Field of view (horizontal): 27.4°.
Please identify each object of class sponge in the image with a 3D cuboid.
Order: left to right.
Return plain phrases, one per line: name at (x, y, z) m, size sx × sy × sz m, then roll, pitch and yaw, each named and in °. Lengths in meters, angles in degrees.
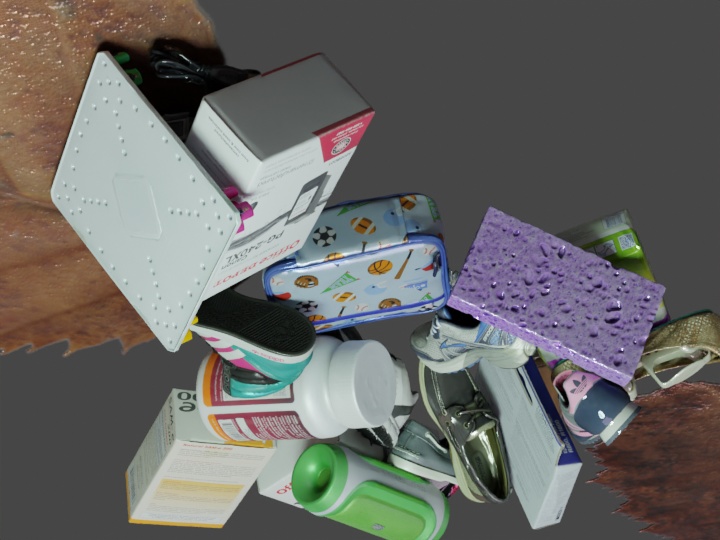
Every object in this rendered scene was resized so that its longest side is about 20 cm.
sponge at (0.197, 0.025, 1.485) m, size 0.199 × 0.112 × 0.030 m, roll 25°, pitch 156°, yaw 4°

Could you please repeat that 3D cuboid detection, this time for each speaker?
speaker at (0.014, 0.263, 1.716) m, size 0.088 × 0.089 × 0.200 m, roll -34°, pitch 138°, yaw 29°

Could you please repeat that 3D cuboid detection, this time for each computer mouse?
computer mouse at (-0.165, -0.119, 1.331) m, size 0.109 × 0.044 × 0.200 m, roll 3°, pitch 138°, yaw -30°

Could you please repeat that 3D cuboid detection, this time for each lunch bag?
lunch bag at (0.000, 0.000, 1.508) m, size 0.199 × 0.076 × 0.161 m, roll -9°, pitch 146°, yaw -1°

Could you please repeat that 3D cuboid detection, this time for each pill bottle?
pill bottle at (-0.069, 0.126, 1.581) m, size 0.199 × 0.110 × 0.110 m, roll -6°, pitch 150°, yaw 30°

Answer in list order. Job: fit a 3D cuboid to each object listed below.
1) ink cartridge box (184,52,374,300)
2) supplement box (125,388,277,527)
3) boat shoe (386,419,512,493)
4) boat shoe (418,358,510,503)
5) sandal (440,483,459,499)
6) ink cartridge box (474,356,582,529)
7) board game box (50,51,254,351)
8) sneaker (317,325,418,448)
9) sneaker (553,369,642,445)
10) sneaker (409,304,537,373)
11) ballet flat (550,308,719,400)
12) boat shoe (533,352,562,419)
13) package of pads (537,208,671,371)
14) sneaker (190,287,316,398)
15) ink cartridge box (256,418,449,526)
ink cartridge box at (-0.092, -0.081, 1.313) m, size 0.145 × 0.083 × 0.200 m, roll -29°, pitch 159°, yaw -40°
supplement box at (-0.194, 0.228, 1.766) m, size 0.125 × 0.074 × 0.200 m, roll 8°, pitch 140°, yaw -24°
boat shoe at (0.118, 0.226, 1.773) m, size 0.199 × 0.062 × 0.073 m, roll 20°, pitch 176°, yaw -39°
boat shoe at (0.129, 0.177, 1.701) m, size 0.072 × 0.202 × 0.066 m, roll -26°, pitch -166°, yaw -28°
sandal at (0.106, 0.260, 1.892) m, size 0.200 × 0.075 × 0.045 m, roll -37°, pitch 146°, yaw 28°
ink cartridge box at (0.189, 0.161, 1.667) m, size 0.040 × 0.200 × 0.200 m, roll -14°, pitch 148°, yaw -13°
board game box at (-0.187, -0.059, 1.292) m, size 0.026 × 0.200 × 0.200 m, roll -25°, pitch 158°, yaw -39°
sneaker at (0.005, 0.112, 1.679) m, size 0.073 × 0.080 × 0.200 m, roll 16°, pitch 147°, yaw 38°
sneaker at (0.237, 0.134, 1.548) m, size 0.070 × 0.082 × 0.200 m, roll -48°, pitch 177°, yaw -8°
sneaker at (0.111, 0.055, 1.588) m, size 0.085 × 0.077 × 0.200 m, roll 44°, pitch 152°, yaw -21°
ballet flat at (0.308, 0.103, 1.618) m, size 0.199 × 0.066 × 0.071 m, roll -23°, pitch 146°, yaw 13°
boat shoe at (0.220, 0.170, 1.792) m, size 0.071 × 0.076 × 0.200 m, roll -10°, pitch 144°, yaw 0°
package of pads at (0.247, 0.028, 1.614) m, size 0.154 × 0.068 × 0.200 m, roll -20°, pitch 142°, yaw 11°
sneaker at (-0.139, 0.064, 1.507) m, size 0.199 × 0.084 × 0.121 m, roll 26°, pitch 145°, yaw 12°
ink cartridge box at (-0.014, 0.233, 1.810) m, size 0.145 × 0.085 × 0.200 m, roll -36°, pitch 137°, yaw 29°
